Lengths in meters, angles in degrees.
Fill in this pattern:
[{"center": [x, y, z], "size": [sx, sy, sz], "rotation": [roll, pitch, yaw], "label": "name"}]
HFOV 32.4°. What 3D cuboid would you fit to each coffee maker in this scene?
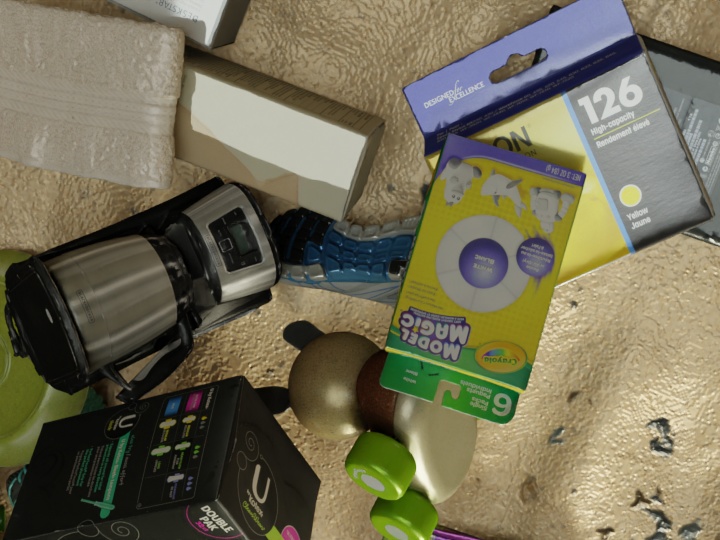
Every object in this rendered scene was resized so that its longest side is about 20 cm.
[{"center": [-0.190, 0.006, 1.049], "size": [0.198, 0.191, 0.137], "rotation": [-24, 115, -29], "label": "coffee maker"}]

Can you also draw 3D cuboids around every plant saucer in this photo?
[{"center": [-0.340, 0.082, 1.147], "size": [0.197, 0.031, 0.204], "rotation": [0, 90, 22], "label": "plant saucer"}]

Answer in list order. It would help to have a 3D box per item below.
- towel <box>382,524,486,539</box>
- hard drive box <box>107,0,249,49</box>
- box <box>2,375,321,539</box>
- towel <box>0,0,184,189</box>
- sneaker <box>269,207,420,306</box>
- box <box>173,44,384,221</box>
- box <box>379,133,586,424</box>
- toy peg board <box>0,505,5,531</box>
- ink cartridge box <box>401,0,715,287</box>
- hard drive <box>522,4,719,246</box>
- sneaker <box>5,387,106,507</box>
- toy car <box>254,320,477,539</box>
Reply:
[{"center": [0.109, 0.315, 1.162], "size": [0.197, 0.023, 0.146], "rotation": [13, 107, 8], "label": "towel"}, {"center": [-0.146, -0.309, 1.018], "size": [0.154, 0.077, 0.202], "rotation": [26, 107, 3], "label": "hard drive box"}, {"center": [-0.154, 0.193, 0.994], "size": [0.197, 0.125, 0.149], "rotation": [-15, 130, 20], "label": "box"}, {"center": [-0.236, -0.148, 1.015], "size": [0.197, 0.034, 0.135], "rotation": [12, 103, 21], "label": "towel"}, {"center": [0.000, 0.000, 1.079], "size": [0.197, 0.076, 0.087], "rotation": [7, 150, 25], "label": "sneaker"}, {"center": [-0.087, -0.120, 1.049], "size": [0.198, 0.095, 0.079], "rotation": [22, 108, 6], "label": "box"}, {"center": [0.092, 0.008, 0.956], "size": [0.116, 0.048, 0.203], "rotation": [16, 85, 6], "label": "box"}, {"center": [-0.380, 0.254, 1.130], "size": [0.096, 0.202, 0.201], "rotation": [-2, 140, -13], "label": "toy peg board"}, {"center": [0.157, -0.095, 1.001], "size": [0.196, 0.047, 0.202], "rotation": [-24, 101, 16], "label": "ink cartridge box"}, {"center": [0.227, -0.119, 1.021], "size": [0.197, 0.033, 0.141], "rotation": [20, 107, 5], "label": "hard drive"}, {"center": [-0.297, 0.202, 1.184], "size": [0.090, 0.078, 0.203], "rotation": [15, 105, 11], "label": "sneaker"}, {"center": [-0.004, 0.113, 1.066], "size": [0.198, 0.165, 0.159], "rotation": [14, 146, 29], "label": "toy car"}]
